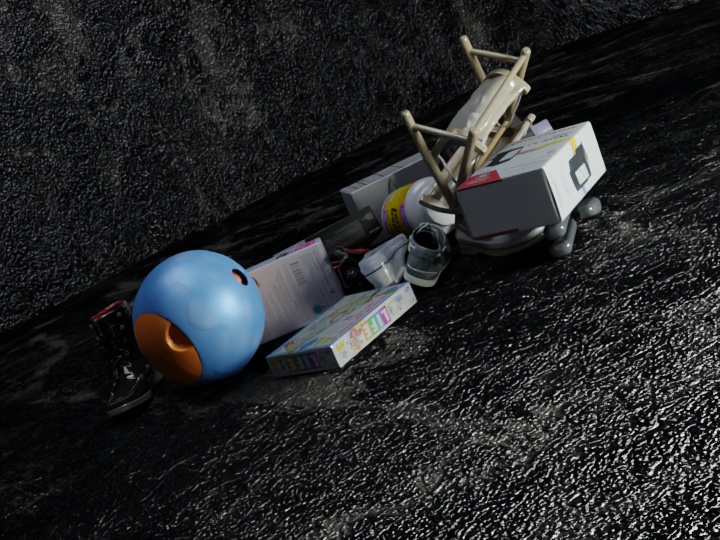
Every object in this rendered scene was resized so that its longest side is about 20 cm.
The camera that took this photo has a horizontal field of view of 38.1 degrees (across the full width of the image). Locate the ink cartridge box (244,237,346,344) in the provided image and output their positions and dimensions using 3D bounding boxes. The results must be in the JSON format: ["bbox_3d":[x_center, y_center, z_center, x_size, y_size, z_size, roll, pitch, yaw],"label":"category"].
[{"bbox_3d":[-0.131,0.041,1.683,0.197,0.121,0.042,-24,16,7],"label":"ink cartridge box"}]

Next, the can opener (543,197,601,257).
[{"bbox_3d":[0.300,-0.077,1.493,0.066,0.053,0.200,-18,14,26],"label":"can opener"}]

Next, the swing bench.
[{"bbox_3d":[0.178,-0.218,1.626,0.128,0.201,0.200,18,57,28],"label":"swing bench"}]

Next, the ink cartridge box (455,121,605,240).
[{"bbox_3d":[0.246,-0.130,1.494,0.144,0.084,0.200,-12,18,36],"label":"ink cartridge box"}]

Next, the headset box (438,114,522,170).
[{"bbox_3d":[0.217,-0.206,1.935,0.148,0.075,0.201,-32,-20,-34],"label":"headset box"}]

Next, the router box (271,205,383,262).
[{"bbox_3d":[-0.071,-0.025,1.824,0.198,0.053,0.157,-29,-8,-20],"label":"router box"}]

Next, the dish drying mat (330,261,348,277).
[{"bbox_3d":[-0.049,0.003,1.788,0.076,0.018,0.200,-21,-6,8],"label":"dish drying mat"}]

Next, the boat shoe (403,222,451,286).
[{"bbox_3d":[0.110,-0.040,1.634,0.072,0.063,0.200,14,25,6],"label":"boat shoe"}]

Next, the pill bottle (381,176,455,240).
[{"bbox_3d":[0.112,-0.105,1.815,0.103,0.105,0.200,-28,4,-17],"label":"pill bottle"}]

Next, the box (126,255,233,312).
[{"bbox_3d":[-0.333,0.083,1.913,0.198,0.119,0.197,-19,13,30],"label":"box"}]

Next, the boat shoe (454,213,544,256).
[{"bbox_3d":[0.208,-0.067,1.596,0.074,0.069,0.199,-31,14,-30],"label":"boat shoe"}]

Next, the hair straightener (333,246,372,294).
[{"bbox_3d":[0.000,0.000,1.699,0.040,0.078,0.200,-19,-9,11],"label":"hair straightener"}]

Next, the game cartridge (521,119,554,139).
[{"bbox_3d":[0.263,-0.162,1.754,0.198,0.131,0.038,-28,-7,-16],"label":"game cartridge"}]

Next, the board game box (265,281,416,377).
[{"bbox_3d":[-0.025,0.084,1.494,0.133,0.035,0.199,-14,16,42],"label":"board game box"}]

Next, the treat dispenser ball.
[{"bbox_3d":[-0.243,0.072,1.574,0.198,0.203,0.201,-23,12,5],"label":"treat dispenser ball"}]

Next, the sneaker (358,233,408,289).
[{"bbox_3d":[0.044,-0.005,1.661,0.072,0.072,0.200,-28,4,19],"label":"sneaker"}]

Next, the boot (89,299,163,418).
[{"bbox_3d":[-0.389,0.141,1.687,0.072,0.152,0.200,-21,12,12],"label":"boot"}]

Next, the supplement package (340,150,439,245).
[{"bbox_3d":[0.076,-0.146,2.089,0.198,0.118,0.117,-27,12,-8],"label":"supplement package"}]
